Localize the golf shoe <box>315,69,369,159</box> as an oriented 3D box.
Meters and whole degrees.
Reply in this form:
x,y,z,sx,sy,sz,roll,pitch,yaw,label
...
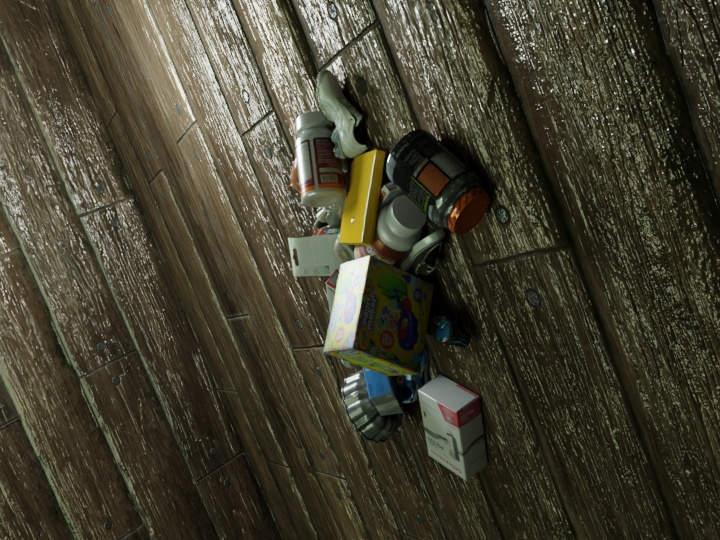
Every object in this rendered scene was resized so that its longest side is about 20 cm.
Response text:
x,y,z,sx,sy,sz,roll,pitch,yaw,label
-0.032,-0.358,1.595,0.095,0.078,0.205,-4,114,40,golf shoe

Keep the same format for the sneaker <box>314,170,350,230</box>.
x,y,z,sx,sy,sz,roll,pitch,yaw,label
-0.063,-0.159,1.755,0.076,0.090,0.202,52,148,23,sneaker

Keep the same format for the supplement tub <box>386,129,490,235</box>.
x,y,z,sx,sy,sz,roll,pitch,yaw,label
0.150,-0.169,1.363,0.200,0.121,0.124,48,147,28,supplement tub

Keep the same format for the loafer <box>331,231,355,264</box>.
x,y,z,sx,sy,sz,roll,pitch,yaw,label
0.000,0.000,1.697,0.070,0.074,0.202,-46,69,29,loafer

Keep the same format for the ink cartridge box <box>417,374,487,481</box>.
x,y,z,sx,sy,sz,roll,pitch,yaw,label
0.223,0.379,1.704,0.144,0.084,0.205,23,132,51,ink cartridge box

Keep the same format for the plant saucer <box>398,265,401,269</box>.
x,y,z,sx,sy,sz,roll,pitch,yaw,label
0.078,0.040,1.734,0.200,0.036,0.205,41,143,39,plant saucer

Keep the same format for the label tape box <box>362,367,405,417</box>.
x,y,z,sx,sy,sz,roll,pitch,yaw,label
0.057,0.288,1.814,0.201,0.064,0.147,68,-173,-59,label tape box

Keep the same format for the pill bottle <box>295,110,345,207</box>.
x,y,z,sx,sy,sz,roll,pitch,yaw,label
-0.099,-0.262,1.671,0.109,0.107,0.207,-28,66,61,pill bottle

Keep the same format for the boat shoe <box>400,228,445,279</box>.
x,y,z,sx,sy,sz,roll,pitch,yaw,label
0.147,-0.028,1.540,0.065,0.070,0.201,58,158,11,boat shoe

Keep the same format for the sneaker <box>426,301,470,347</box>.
x,y,z,sx,sy,sz,roll,pitch,yaw,label
0.172,0.121,1.592,0.075,0.081,0.200,-61,31,9,sneaker

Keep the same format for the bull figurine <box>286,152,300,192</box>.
x,y,z,sx,sy,sz,roll,pitch,yaw,label
-0.139,-0.250,1.843,0.122,0.064,0.202,46,149,23,bull figurine

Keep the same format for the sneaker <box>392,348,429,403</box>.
x,y,z,sx,sy,sz,roll,pitch,yaw,label
0.123,0.244,1.768,0.073,0.081,0.206,21,128,52,sneaker

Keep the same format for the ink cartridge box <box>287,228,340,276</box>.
x,y,z,sx,sy,sz,roll,pitch,yaw,label
-0.078,-0.046,1.779,0.193,0.051,0.112,-3,111,11,ink cartridge box

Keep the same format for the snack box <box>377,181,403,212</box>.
x,y,z,sx,sy,sz,roll,pitch,yaw,label
0.051,-0.145,1.597,0.025,0.071,0.200,56,150,11,snack box

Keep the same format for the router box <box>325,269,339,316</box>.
x,y,z,sx,sy,sz,roll,pitch,yaw,label
0.000,0.106,1.795,0.177,0.049,0.202,32,156,17,router box

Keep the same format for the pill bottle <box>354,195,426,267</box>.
x,y,z,sx,sy,sz,roll,pitch,yaw,label
0.068,-0.076,1.575,0.114,0.110,0.201,56,146,13,pill bottle

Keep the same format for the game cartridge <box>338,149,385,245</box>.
x,y,z,sx,sy,sz,roll,pitch,yaw,label
0.003,-0.159,1.589,0.176,0.032,0.207,-171,92,-71,game cartridge

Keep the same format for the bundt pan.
x,y,z,sx,sy,sz,roll,pitch,yaw,label
0.043,0.351,1.891,0.075,0.200,0.205,-34,81,32,bundt pan

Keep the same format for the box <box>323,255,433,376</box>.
x,y,z,sx,sy,sz,roll,pitch,yaw,label
0.041,0.104,1.544,0.121,0.189,0.206,-14,59,53,box

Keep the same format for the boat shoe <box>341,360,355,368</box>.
x,y,z,sx,sy,sz,roll,pitch,yaw,label
-0.010,0.209,1.981,0.070,0.070,0.204,43,138,37,boat shoe
